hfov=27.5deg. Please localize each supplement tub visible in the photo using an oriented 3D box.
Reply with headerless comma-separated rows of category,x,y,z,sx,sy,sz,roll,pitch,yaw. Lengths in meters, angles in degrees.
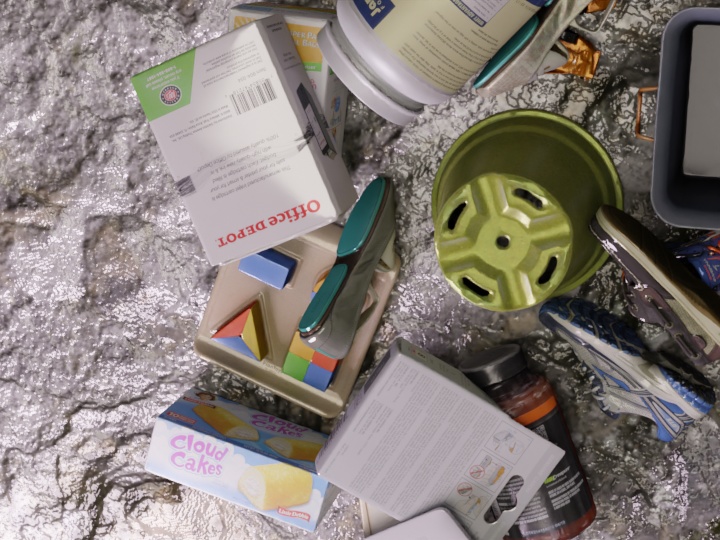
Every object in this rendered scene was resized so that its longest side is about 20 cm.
supplement tub,0.166,0.181,1.525,0.106,0.107,0.201,-18,98,17
supplement tub,0.069,-0.247,1.359,0.145,0.145,0.200,46,111,0

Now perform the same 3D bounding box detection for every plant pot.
plant pot,0.151,-0.045,1.431,0.199,0.184,0.202,3,105,12

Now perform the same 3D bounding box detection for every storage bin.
storage bin,0.335,-0.149,1.385,0.144,0.134,0.202,4,104,13

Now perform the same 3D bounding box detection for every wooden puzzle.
wooden puzzle,-0.074,0.041,1.581,0.184,0.046,0.201,25,108,7

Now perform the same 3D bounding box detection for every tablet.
tablet,0.041,0.322,1.521,0.199,0.014,0.130,-27,113,27

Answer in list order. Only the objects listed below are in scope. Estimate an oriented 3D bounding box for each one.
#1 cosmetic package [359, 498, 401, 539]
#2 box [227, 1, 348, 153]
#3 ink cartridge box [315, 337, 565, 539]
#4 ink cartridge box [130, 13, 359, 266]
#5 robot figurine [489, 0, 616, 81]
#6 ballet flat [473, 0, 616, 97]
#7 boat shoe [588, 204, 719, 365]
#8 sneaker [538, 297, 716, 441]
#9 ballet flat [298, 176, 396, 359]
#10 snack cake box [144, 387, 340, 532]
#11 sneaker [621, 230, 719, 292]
cosmetic package,0.045,0.242,1.572,0.073,0.104,0.202,-5,101,14
box,-0.077,-0.167,1.500,0.112,0.101,0.201,10,106,11
ink cartridge box,0.078,0.184,1.480,0.199,0.057,0.163,29,109,-13
ink cartridge box,-0.109,-0.125,1.420,0.145,0.084,0.201,-20,98,18
robot figurine,0.147,-0.263,1.444,0.199,0.058,0.146,19,107,8
ballet flat,0.187,-0.228,1.380,0.062,0.068,0.200,36,110,-9
boat shoe,0.281,0.021,1.390,0.201,0.072,0.066,40,115,-17
sneaker,0.259,0.107,1.501,0.199,0.077,0.085,35,113,4
ballet flat,0.000,0.000,1.516,0.064,0.067,0.201,35,68,-23
snack cake box,-0.119,0.202,1.596,0.199,0.115,0.068,18,107,8
sneaker,0.353,-0.006,1.446,0.199,0.078,0.076,-26,97,19
